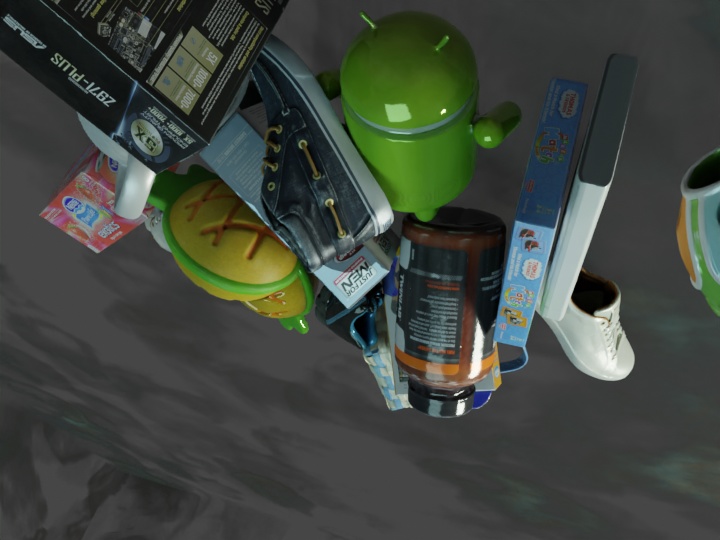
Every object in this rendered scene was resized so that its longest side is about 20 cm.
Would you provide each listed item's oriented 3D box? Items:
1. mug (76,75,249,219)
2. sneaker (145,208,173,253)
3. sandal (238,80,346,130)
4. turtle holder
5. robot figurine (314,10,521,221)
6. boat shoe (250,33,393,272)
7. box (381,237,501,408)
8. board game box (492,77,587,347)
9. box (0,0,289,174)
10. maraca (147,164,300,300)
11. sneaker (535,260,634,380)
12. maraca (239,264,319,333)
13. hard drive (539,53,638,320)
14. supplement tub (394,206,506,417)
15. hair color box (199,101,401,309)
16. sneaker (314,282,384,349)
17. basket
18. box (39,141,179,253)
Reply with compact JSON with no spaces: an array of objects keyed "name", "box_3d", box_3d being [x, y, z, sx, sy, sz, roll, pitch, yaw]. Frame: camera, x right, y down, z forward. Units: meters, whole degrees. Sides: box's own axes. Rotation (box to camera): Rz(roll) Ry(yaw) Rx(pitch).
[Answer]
[{"name":"mug","box_3d":[-0.203,-0.148,0.727,0.146,0.203,0.175,12,165,-25]},{"name":"sneaker","box_3d":[-0.246,-0.070,1.004,0.084,0.074,0.200,23,153,-7]},{"name":"sandal","box_3d":[-0.044,-0.128,0.802,0.198,0.045,0.075,26,150,-6]},{"name":"turtle holder","box_3d":[0.331,-0.040,0.583,0.132,0.141,0.185,49,155,-11]},{"name":"robot figurine","box_3d":[0.044,-0.131,0.657,0.174,0.116,0.201,21,152,20]},{"name":"boat shoe","box_3d":[-0.060,-0.100,0.649,0.201,0.090,0.071,57,167,2]},{"name":"box","box_3d":[0.090,0.059,0.861,0.118,0.203,0.041,-7,179,22]},{"name":"board game box","box_3d":[0.158,-0.044,0.686,0.036,0.153,0.201,13,151,13]},{"name":"box","box_3d":[-0.156,-0.209,0.583,0.163,0.202,0.086,39,146,-30]},{"name":"maraca","box_3d":[-0.144,-0.047,0.798,0.200,0.136,0.108,47,129,28]},{"name":"sneaker","box_3d":[0.269,0.062,0.866,0.200,0.073,0.084,41,149,-27]},{"name":"maraca","box_3d":[-0.108,0.008,0.938,0.137,0.107,0.201,40,154,20]},{"name":"hard drive","box_3d":[0.190,-0.062,0.651,0.026,0.133,0.201,15,151,12]},{"name":"supplement tub","box_3d":[0.088,0.043,0.775,0.106,0.107,0.203,10,108,22]},{"name":"hair color box","box_3d":[-0.052,-0.068,0.743,0.061,0.099,0.200,-42,97,21]},{"name":"sneaker","box_3d":[0.000,0.000,0.857,0.082,0.073,0.202,41,142,35]},{"name":"basket","box_3d":[0.106,0.084,0.972,0.197,0.140,0.178,-11,131,11]},{"name":"box","box_3d":[-0.324,-0.108,0.986,0.094,0.104,0.199,37,150,-24]}]
